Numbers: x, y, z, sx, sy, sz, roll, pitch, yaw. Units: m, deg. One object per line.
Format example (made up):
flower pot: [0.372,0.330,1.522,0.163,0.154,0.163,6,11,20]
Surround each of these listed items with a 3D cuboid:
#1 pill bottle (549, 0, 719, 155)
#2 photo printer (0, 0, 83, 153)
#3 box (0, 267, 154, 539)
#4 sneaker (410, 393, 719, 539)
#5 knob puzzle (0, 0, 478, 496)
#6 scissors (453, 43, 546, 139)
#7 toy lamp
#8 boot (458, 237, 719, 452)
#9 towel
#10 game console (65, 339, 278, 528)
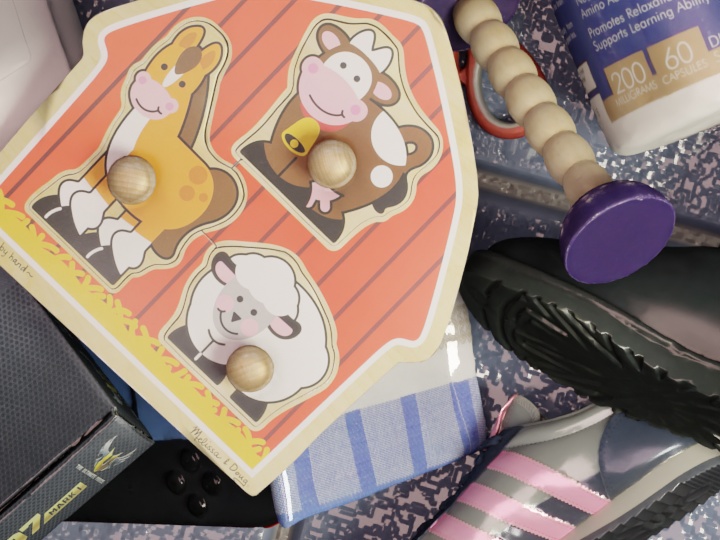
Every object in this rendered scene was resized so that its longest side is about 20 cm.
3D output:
pill bottle: [0.125,-0.161,1.095,0.111,0.111,0.200,-22,87,9]
photo printer: [-0.206,-0.096,1.114,0.166,0.070,0.200,-22,50,-1]
box: [-0.211,0.051,1.123,0.158,0.051,0.200,-40,65,0]
sneaker: [0.068,0.105,1.139,0.200,0.070,0.082,-28,69,6]
knob puzzle: [-0.039,-0.034,1.025,0.219,0.030,0.220,0,96,0]
scissors: [0.042,-0.150,1.158,0.073,0.014,0.201,-7,91,12]
toy lamp: [0.068,-0.081,1.082,0.058,0.058,0.200,-33,53,9]
boot: [0.165,-0.012,1.091,0.200,0.076,0.168,24,67,18]
towel: [0.000,0.000,1.101,0.024,0.147,0.201,-2,97,38]
game console: [-0.102,0.018,1.133,0.177,0.031,0.201,-3,99,33]
